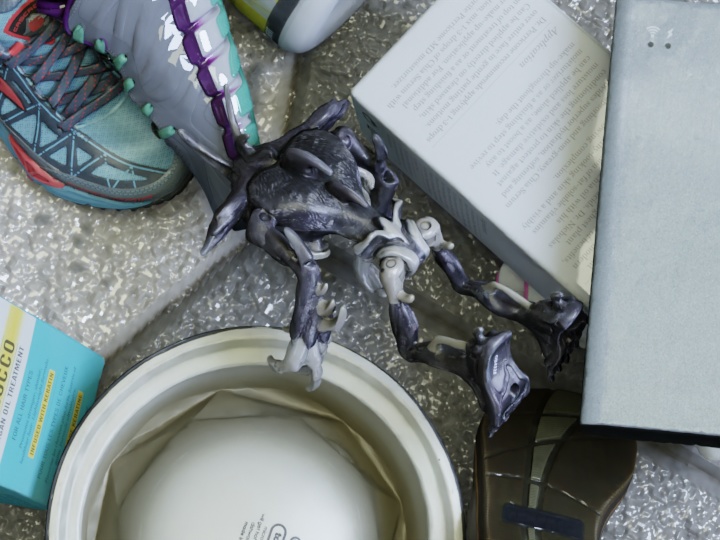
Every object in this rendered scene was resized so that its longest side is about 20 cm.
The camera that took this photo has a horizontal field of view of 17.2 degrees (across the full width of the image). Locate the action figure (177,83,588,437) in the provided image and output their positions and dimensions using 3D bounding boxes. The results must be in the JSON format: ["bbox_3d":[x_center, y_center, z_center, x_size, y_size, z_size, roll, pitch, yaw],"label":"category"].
[{"bbox_3d":[0.000,0.000,1.105,0.199,0.102,0.119,34,51,14],"label":"action figure"}]

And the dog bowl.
[{"bbox_3d":[-0.052,0.132,1.149,0.198,0.074,0.202,1,78,-7],"label":"dog bowl"}]

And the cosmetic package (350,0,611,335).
[{"bbox_3d":[0.101,-0.047,1.143,0.200,0.071,0.101,43,83,13],"label":"cosmetic package"}]

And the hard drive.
[{"bbox_3d":[0.176,-0.019,1.076,0.138,0.033,0.202,5,77,5],"label":"hard drive"}]

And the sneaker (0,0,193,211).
[{"bbox_3d":[-0.164,-0.106,1.173,0.200,0.096,0.079,40,78,3],"label":"sneaker"}]

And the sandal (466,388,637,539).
[{"bbox_3d":[0.087,0.128,1.139,0.081,0.055,0.201,16,38,-6],"label":"sandal"}]

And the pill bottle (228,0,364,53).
[{"bbox_3d":[-0.070,-0.212,1.198,0.200,0.112,0.112,41,77,3],"label":"pill bottle"}]

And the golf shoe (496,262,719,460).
[{"bbox_3d":[0.123,0.016,1.200,0.091,0.075,0.201,-28,75,-3],"label":"golf shoe"}]

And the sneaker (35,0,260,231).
[{"bbox_3d":[-0.105,-0.109,1.145,0.087,0.074,0.201,-15,107,-2],"label":"sneaker"}]

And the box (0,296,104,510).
[{"bbox_3d":[-0.188,0.049,1.086,0.049,0.200,0.083,7,76,22],"label":"box"}]
